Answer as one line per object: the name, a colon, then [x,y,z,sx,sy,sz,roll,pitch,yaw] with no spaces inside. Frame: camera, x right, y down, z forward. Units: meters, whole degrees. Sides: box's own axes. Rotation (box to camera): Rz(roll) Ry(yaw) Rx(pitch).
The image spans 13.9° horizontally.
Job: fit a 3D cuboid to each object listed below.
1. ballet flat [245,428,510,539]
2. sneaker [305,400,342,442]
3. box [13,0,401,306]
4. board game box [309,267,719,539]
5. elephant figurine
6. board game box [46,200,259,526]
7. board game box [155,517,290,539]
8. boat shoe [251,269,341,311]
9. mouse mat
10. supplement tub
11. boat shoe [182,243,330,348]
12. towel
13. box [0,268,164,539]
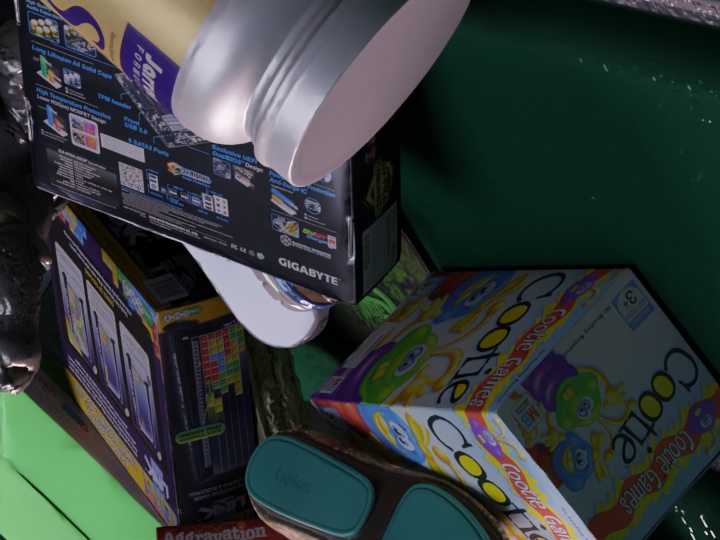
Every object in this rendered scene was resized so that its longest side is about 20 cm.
ballet flat: [0.025,0.133,1.479,0.200,0.071,0.065,31,-178,44]
sneaker: [0.031,0.116,1.712,0.199,0.079,0.130,45,153,27]
box: [-0.076,-0.084,1.434,0.199,0.046,0.160,20,134,25]
board game box: [0.080,0.069,1.469,0.103,0.105,0.200,51,159,-17]
elephant figurine: [-0.214,-0.059,1.684,0.141,0.155,0.201,14,120,23]
board game box: [-0.125,0.044,1.748,0.200,0.056,0.166,-134,32,-52]
board game box: [-0.066,0.171,1.710,0.200,0.102,0.020,101,165,-74]
boat shoe: [-0.051,-0.070,1.520,0.072,0.072,0.200,-12,122,49]
mouse mat: [0.000,0.000,1.637,0.161,0.008,0.201,18,147,52]
supplement tub: [-0.063,-0.146,1.258,0.200,0.145,0.146,41,160,12]
boat shoe: [-0.078,-0.050,1.594,0.068,0.057,0.201,-25,104,29]
towel: [-0.069,0.069,1.749,0.148,0.036,0.201,146,108,-69]
box: [-0.170,0.114,1.935,0.200,0.097,0.177,45,-155,-12]
